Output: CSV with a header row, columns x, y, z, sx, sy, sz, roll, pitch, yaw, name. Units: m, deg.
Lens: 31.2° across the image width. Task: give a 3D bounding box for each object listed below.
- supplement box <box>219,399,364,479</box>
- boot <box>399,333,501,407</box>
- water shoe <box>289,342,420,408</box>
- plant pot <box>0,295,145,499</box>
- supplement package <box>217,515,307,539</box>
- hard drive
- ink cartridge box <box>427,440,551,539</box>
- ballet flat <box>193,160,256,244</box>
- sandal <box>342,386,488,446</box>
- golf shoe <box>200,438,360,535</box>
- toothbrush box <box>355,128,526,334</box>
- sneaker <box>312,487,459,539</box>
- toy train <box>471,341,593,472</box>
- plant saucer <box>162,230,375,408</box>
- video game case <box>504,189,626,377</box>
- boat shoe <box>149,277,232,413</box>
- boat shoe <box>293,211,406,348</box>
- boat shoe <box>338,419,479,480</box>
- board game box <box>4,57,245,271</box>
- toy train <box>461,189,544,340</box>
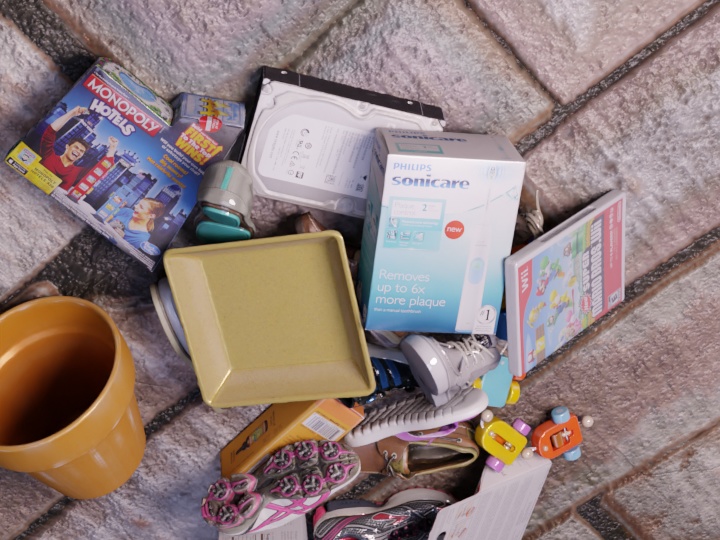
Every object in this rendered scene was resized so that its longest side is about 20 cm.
x,y,z,sx,sy,sz,roll,pitch,yaw,name
-0.087,0.203,1.573,0.200,0.067,0.069,-40,121,21,supplement box
0.103,0.090,1.408,0.096,0.200,0.074,-34,77,-4,boot
0.004,0.125,1.502,0.200,0.079,0.071,16,165,-21,water shoe
-0.334,0.162,1.464,0.200,0.200,0.183,-15,140,6,plant pot
-0.118,0.407,1.627,0.111,0.200,0.156,-5,125,0,supplement package
-0.024,-0.128,1.371,0.200,0.038,0.140,12,123,-13,hard drive
0.139,0.312,1.617,0.200,0.050,0.161,-13,132,-36,ink cartridge box
-0.136,-0.069,1.338,0.067,0.200,0.064,15,79,-4,ballet flat
0.072,0.181,1.526,0.202,0.082,0.050,-16,109,37,sandal
-0.087,0.260,1.539,0.200,0.073,0.092,-22,149,13,golf shoe
0.080,-0.040,1.351,0.146,0.085,0.200,3,114,-11,toothbrush box
0.040,0.339,1.669,0.200,0.075,0.081,-10,124,1,sneaker
0.195,0.161,1.579,0.150,0.056,0.200,-30,114,-16,toy train
-0.093,0.047,1.396,0.200,0.048,0.200,-6,115,13,plant saucer
0.228,0.012,1.413,0.200,0.017,0.143,-30,128,-36,video game case
-0.175,0.078,1.482,0.068,0.075,0.200,-23,130,4,boat shoe
0.000,0.000,1.444,0.072,0.076,0.200,-38,122,7,boat shoe
0.047,0.220,1.593,0.200,0.068,0.072,-12,124,4,boat shoe
-0.226,-0.130,1.339,0.200,0.062,0.200,-40,118,19,board game box
0.157,-0.005,1.449,0.116,0.085,0.200,-5,125,15,toy train
